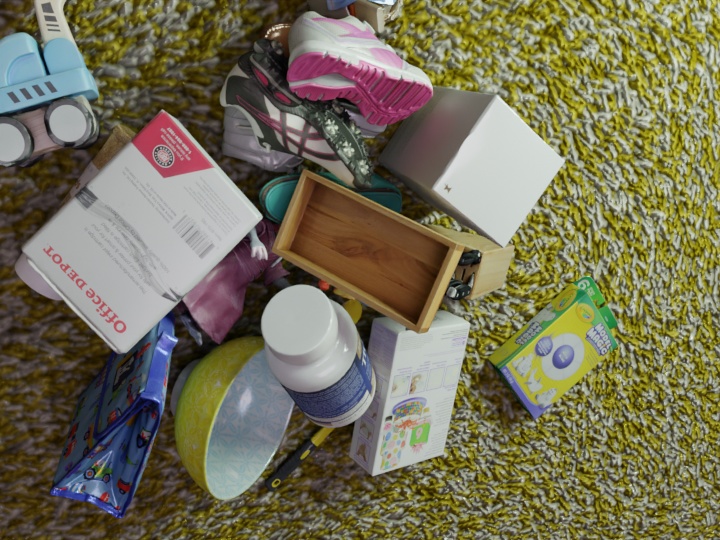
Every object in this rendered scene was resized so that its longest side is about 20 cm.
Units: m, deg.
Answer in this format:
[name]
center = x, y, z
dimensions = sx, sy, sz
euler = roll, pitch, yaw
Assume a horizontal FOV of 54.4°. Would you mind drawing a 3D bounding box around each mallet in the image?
[mallet]
center = -0.066, 0.229, 0.978
dimensions = 0.198, 0.041, 0.066
euler = -39, 115, 1

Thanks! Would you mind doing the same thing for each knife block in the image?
[knife block]
center = 0.140, -0.002, 0.894
dimensions = 0.195, 0.176, 0.066
euler = 12, 104, -20

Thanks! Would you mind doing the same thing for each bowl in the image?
[bowl]
center = -0.171, 0.167, 0.873
dimensions = 0.105, 0.199, 0.206
euler = 17, 105, 22

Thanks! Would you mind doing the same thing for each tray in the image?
[tray]
center = 0.005, -0.024, 0.760
dimensions = 0.037, 0.197, 0.101
euler = 5, 111, -65

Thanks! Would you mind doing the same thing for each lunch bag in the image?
[lunch bag]
center = -0.257, 0.148, 0.799
dimensions = 0.093, 0.152, 0.201
euler = 27, 116, -23

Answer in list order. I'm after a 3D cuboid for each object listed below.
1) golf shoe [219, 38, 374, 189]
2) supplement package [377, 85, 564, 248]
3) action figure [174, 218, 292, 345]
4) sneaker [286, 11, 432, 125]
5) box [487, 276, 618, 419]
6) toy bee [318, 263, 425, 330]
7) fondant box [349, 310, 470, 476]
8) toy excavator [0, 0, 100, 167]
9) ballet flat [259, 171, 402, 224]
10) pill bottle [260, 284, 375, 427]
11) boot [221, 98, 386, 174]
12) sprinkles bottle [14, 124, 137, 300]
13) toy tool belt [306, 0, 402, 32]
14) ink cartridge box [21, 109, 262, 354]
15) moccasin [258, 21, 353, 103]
[golf shoe]
center = -0.065, -0.159, 0.780
dimensions = 0.087, 0.078, 0.200
euler = -33, 115, 29
[supplement package]
center = 0.123, -0.131, 0.836
dimensions = 0.119, 0.200, 0.122
euler = 34, 96, -23
[action figure]
center = -0.147, -0.006, 0.862
dimensions = 0.199, 0.148, 0.136
euler = -40, 140, -23
[sneaker]
center = 0.003, -0.225, 0.756
dimensions = 0.197, 0.090, 0.081
euler = 10, 148, -44
[box]
center = 0.300, 0.114, 1.051
dimensions = 0.199, 0.048, 0.118
euler = -42, 114, -3
[toy bee]
center = 0.000, 0.000, 0.842
dimensions = 0.106, 0.200, 0.135
euler = 9, 83, -14
[fondant box]
center = 0.068, 0.164, 0.960
dimensions = 0.142, 0.058, 0.206
euler = -3, 108, -41
[toy excavator]
center = -0.324, -0.228, 0.731
dimensions = 0.190, 0.100, 0.205
euler = -20, 103, -12
[ballet flat]
center = -0.042, -0.091, 0.862
dimensions = 0.195, 0.070, 0.069
euler = -2, 119, -31
[pill bottle]
center = -0.049, 0.101, 0.826
dimensions = 0.109, 0.112, 0.201
euler = -31, 149, -6
[boot]
center = -0.069, -0.164, 0.845
dimensions = 0.195, 0.074, 0.098
euler = 10, 112, -14
[sprinkles bottle]
center = -0.305, -0.065, 0.793
dimensions = 0.068, 0.068, 0.201
euler = 36, 93, -23
[toy tool belt]
center = -0.010, -0.365, 0.765
dimensions = 0.122, 0.123, 0.205
euler = -16, 110, -12
[ink cartridge box]
center = -0.221, -0.039, 0.730
dimensions = 0.200, 0.083, 0.146
euler = -43, 99, -1
[moccasin]
center = -0.025, -0.235, 0.824
dimensions = 0.198, 0.078, 0.075
euler = 22, 100, -22
